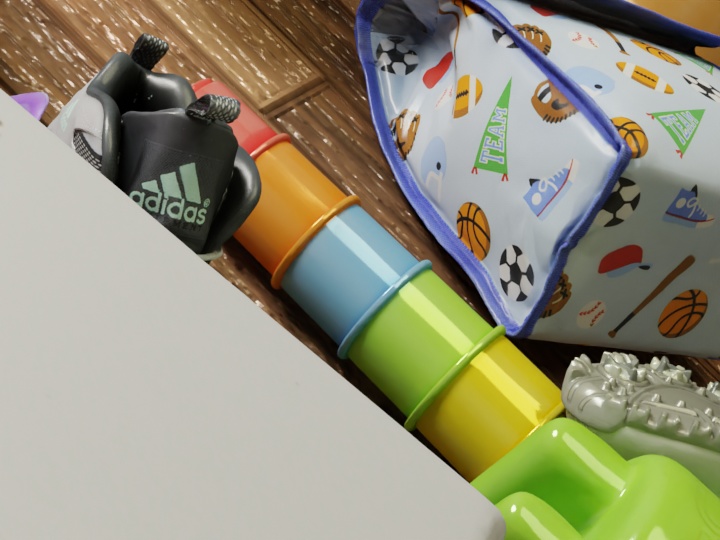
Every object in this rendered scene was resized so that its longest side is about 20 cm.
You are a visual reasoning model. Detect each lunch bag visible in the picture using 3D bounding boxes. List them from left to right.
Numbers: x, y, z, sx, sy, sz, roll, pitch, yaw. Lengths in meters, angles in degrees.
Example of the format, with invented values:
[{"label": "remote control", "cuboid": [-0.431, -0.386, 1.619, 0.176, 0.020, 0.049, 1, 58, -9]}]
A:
[{"label": "lunch bag", "cuboid": [0.105, -0.063, 1.018, 0.169, 0.124, 0.200, 11, 29, -39]}]

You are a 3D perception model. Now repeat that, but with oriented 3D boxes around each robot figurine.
[{"label": "robot figurine", "cuboid": [0.114, 0.146, 0.773, 0.200, 0.116, 0.176, 41, 40, -5]}]

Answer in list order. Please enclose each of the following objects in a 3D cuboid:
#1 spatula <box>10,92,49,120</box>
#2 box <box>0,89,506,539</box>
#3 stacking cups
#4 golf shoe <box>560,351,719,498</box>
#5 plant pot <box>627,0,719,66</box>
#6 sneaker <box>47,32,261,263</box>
[{"label": "spatula", "cuboid": [-0.169, -0.004, 0.732, 0.200, 0.056, 0.021, -52, 127, -51]}, {"label": "box", "cuboid": [-0.107, 0.097, 0.555, 0.199, 0.171, 0.200, 40, 32, -1]}, {"label": "stacking cups", "cuboid": [0.000, 0.000, 0.885, 0.200, 0.061, 0.060, 47, 33, 10]}, {"label": "golf shoe", "cuboid": [0.146, 0.100, 0.879, 0.199, 0.098, 0.078, 24, 10, -33]}, {"label": "plant pot", "cuboid": [0.209, -0.174, 1.191, 0.199, 0.183, 0.201, 27, 35, -21]}, {"label": "sneaker", "cuboid": [-0.075, 0.001, 0.729, 0.077, 0.140, 0.201, 16, 40, -34]}]
